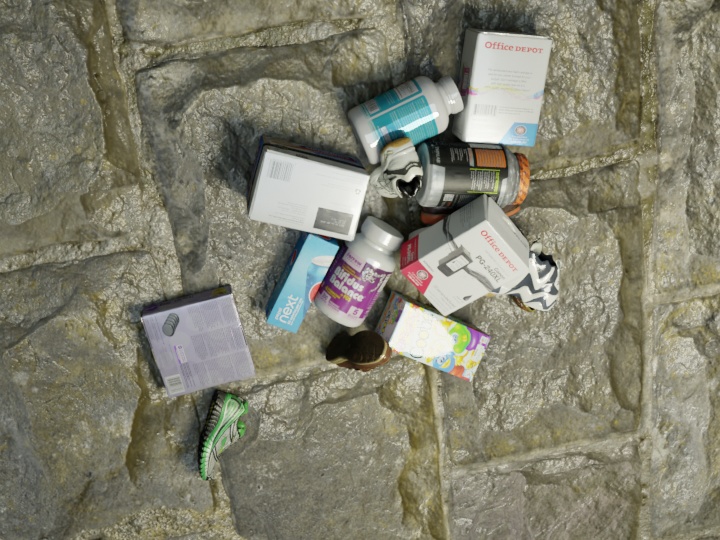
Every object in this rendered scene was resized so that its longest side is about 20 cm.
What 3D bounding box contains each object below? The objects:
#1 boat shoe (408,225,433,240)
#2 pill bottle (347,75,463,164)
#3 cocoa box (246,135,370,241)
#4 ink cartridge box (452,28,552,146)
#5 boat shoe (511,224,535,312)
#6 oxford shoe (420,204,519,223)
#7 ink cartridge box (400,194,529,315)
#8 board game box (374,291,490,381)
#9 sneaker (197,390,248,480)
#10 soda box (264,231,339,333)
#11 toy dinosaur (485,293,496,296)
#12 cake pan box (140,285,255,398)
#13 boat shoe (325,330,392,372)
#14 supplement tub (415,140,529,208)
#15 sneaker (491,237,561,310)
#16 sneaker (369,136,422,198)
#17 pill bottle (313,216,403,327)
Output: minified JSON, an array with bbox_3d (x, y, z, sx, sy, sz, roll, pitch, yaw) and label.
[{"bbox_3d":[0.191,-0.053,1.673,0.198,0.071,0.070,-5,78,15],"label":"boat shoe"},{"bbox_3d":[0.085,-0.284,1.577,0.199,0.111,0.111,-25,114,1],"label":"pill bottle"},{"bbox_3d":[-0.100,-0.153,1.584,0.198,0.131,0.134,12,109,-14],"label":"cocoa box"},{"bbox_3d":[0.260,-0.342,1.600,0.143,0.085,0.202,2,112,-11],"label":"ink cartridge box"},{"bbox_3d":[0.325,-0.009,1.752,0.072,0.068,0.201,-25,113,1],"label":"boat shoe"},{"bbox_3d":[0.217,-0.134,1.684,0.198,0.071,0.073,-5,106,-9],"label":"oxford shoe"},{"bbox_3d":[0.194,-0.026,1.600,0.199,0.084,0.145,-31,120,28],"label":"ink cartridge box"},{"bbox_3d":[0.143,0.134,1.748,0.199,0.103,0.106,22,94,-17],"label":"board game box"},{"bbox_3d":[-0.286,0.350,1.780,0.085,0.078,0.201,15,107,-16],"label":"sneaker"},{"bbox_3d":[-0.117,0.017,1.686,0.067,0.064,0.201,22,107,-17],"label":"soda box"},{"bbox_3d":[0.200,0.025,1.749,0.200,0.058,0.101,40,99,-21],"label":"toy dinosaur"},{"bbox_3d":[-0.318,0.146,1.709,0.183,0.052,0.201,-15,113,-2],"label":"cake pan box"},{"bbox_3d":[0.008,0.165,1.710,0.067,0.200,0.072,31,69,-25],"label":"boat shoe"},{"bbox_3d":[0.206,-0.176,1.605,0.198,0.123,0.123,3,111,-11],"label":"supplement tub"},{"bbox_3d":[0.299,-0.015,1.674,0.198,0.079,0.130,23,113,19],"label":"sneaker"},{"bbox_3d":[0.069,-0.162,1.579,0.075,0.200,0.088,-24,76,-10],"label":"sneaker"},{"bbox_3d":[0.000,0.000,1.674,0.112,0.112,0.201,25,105,-18],"label":"pill bottle"}]
